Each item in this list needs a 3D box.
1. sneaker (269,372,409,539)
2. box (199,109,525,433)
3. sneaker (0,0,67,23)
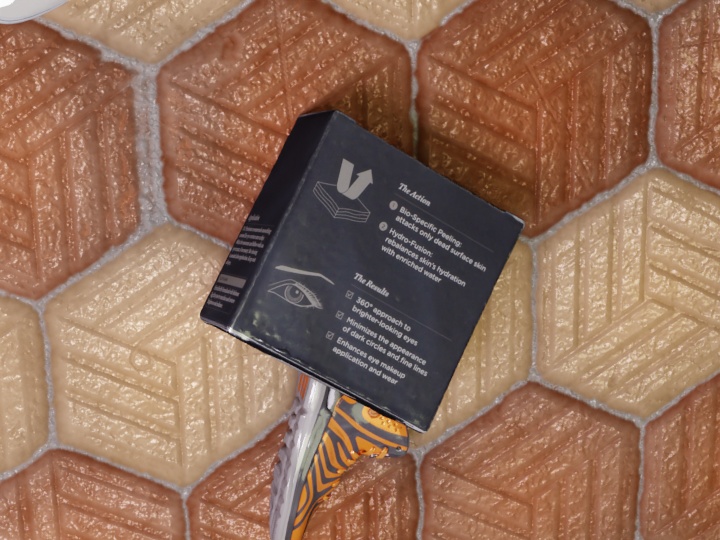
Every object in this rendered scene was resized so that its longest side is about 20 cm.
[{"bbox_3d":[-0.016,0.175,1.314,0.110,0.078,0.203,13,105,-14],"label":"sneaker"},{"bbox_3d":[0.000,0.000,1.213,0.195,0.117,0.202,29,84,-19],"label":"box"},{"bbox_3d":[-0.221,-0.263,1.132,0.199,0.071,0.073,-35,111,2],"label":"sneaker"}]
